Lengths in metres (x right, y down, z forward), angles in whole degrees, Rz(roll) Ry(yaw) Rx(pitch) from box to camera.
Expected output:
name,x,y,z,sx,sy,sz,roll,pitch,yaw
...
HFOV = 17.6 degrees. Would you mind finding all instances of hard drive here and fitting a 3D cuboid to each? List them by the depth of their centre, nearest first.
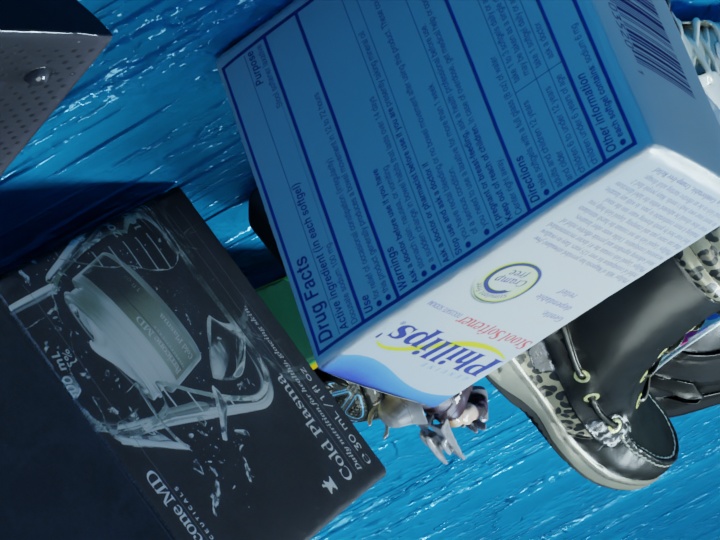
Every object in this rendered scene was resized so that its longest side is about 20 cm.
name,x,y,z,sx,sy,sz,roll,pitch,yaw
hard drive,-0.218,-0.076,0.985,0.199,0.043,0.135,-7,154,-42

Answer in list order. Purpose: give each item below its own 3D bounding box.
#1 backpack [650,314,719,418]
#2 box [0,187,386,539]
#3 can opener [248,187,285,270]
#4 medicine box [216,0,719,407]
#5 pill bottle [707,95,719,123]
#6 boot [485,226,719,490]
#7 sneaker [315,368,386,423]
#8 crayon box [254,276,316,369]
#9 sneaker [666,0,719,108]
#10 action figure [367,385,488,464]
name,x,y,z,sx,sy,sz,roll,pitch,yaw
backpack,0.247,0.022,1.643,0.199,0.151,0.178,-23,160,-28
box,-0.121,0.088,1.213,0.124,0.200,0.196,-38,178,31
can opener,0.000,0.000,1.257,0.052,0.200,0.067,-14,124,-23
medicine box,0.053,-0.066,1.108,0.200,0.183,0.103,-34,148,25
pill bottle,0.111,-0.019,1.278,0.200,0.113,0.112,-32,160,30
boot,0.155,0.033,1.200,0.153,0.074,0.203,-27,136,23
sneaker,-0.017,0.075,1.581,0.200,0.074,0.082,-37,156,28
crayon box,-0.102,0.074,1.432,0.199,0.058,0.172,-33,176,22
sneaker,0.179,-0.117,1.312,0.199,0.076,0.115,-14,160,-22
action figure,0.075,0.039,1.508,0.200,0.069,0.131,-42,140,-23
